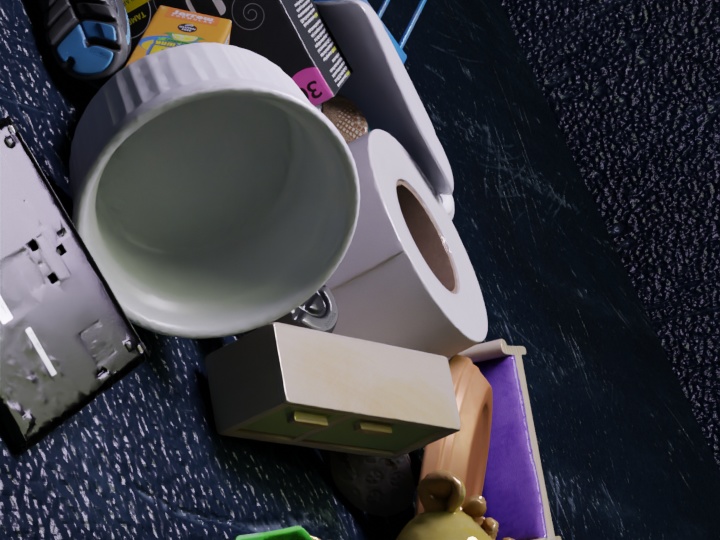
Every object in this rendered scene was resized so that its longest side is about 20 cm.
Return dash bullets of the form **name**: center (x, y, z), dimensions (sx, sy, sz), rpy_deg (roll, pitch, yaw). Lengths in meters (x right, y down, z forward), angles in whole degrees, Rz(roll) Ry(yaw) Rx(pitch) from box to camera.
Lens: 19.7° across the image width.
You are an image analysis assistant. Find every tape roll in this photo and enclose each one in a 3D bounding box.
- **tape roll**: center (0.000, 0.000, 1.753), dimensions (0.203, 0.139, 0.203), rpy_deg (54, 18, -27)

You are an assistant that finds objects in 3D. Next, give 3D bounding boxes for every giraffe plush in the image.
- **giraffe plush**: center (0.036, 0.237, 1.462), dimensions (0.173, 0.162, 0.200), rpy_deg (47, 22, -45)

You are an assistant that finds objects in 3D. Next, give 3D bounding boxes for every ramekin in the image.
- **ramekin**: center (-0.108, -0.061, 1.445), dimensions (0.201, 0.200, 0.098), rpy_deg (52, 6, -35)

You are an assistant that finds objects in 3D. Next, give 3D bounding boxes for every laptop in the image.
- **laptop**: center (-0.222, 0.005, 1.302), dimensions (0.200, 0.103, 0.177), rpy_deg (-39, 102, -49)

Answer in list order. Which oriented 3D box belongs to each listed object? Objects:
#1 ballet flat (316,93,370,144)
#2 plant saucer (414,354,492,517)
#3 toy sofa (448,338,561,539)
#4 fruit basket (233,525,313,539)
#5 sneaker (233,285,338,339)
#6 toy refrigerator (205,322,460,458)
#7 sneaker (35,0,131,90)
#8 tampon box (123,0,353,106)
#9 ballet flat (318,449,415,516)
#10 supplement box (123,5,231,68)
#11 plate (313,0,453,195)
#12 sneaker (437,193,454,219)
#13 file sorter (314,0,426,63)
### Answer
- **ballet flat**: center (-0.074, -0.145, 1.843), dimensions (0.065, 0.071, 0.200), rpy_deg (25, -1, -44)
- **plant saucer**: center (0.081, 0.173, 1.768), dimensions (0.200, 0.037, 0.201), rpy_deg (8, 90, -79)
- **toy sofa**: center (0.117, 0.169, 1.911), dimensions (0.098, 0.083, 0.200), rpy_deg (8, 70, -64)
- **fruit basket**: center (-0.009, 0.243, 1.237), dimensions (0.216, 0.215, 0.155), rpy_deg (65, 15, 11)
- **sneaker**: center (-0.113, -0.001, 1.578), dimensions (0.200, 0.079, 0.075), rpy_deg (43, 42, -1)
- **toy refrigerator**: center (-0.018, 0.097, 1.576), dimensions (0.200, 0.076, 0.070), rpy_deg (14, 58, -47)
- **sneaker**: center (-0.227, -0.228, 1.602), dimensions (0.082, 0.073, 0.200), rpy_deg (57, 16, -76)
- **tampon box**: center (-0.123, -0.207, 1.725), dimensions (0.200, 0.150, 0.126), rpy_deg (60, 14, -9)
- **ballet flat**: center (-0.022, 0.120, 1.682), dimensions (0.200, 0.067, 0.046), rpy_deg (50, 9, -24)
- **supplement box**: center (-0.150, -0.129, 1.575), dimensions (0.200, 0.066, 0.069), rpy_deg (-75, 177, -59)
- **plate**: center (-0.009, -0.163, 1.851), dimensions (0.200, 0.032, 0.200), rpy_deg (10, -44, 53)
- **sneaker**: center (0.052, -0.033, 1.932), dimensions (0.099, 0.200, 0.075), rpy_deg (21, 68, -17)
- **file sorter**: center (-0.050, -0.272, 1.927), dimensions (0.139, 0.200, 0.123), rpy_deg (51, 53, -38)
